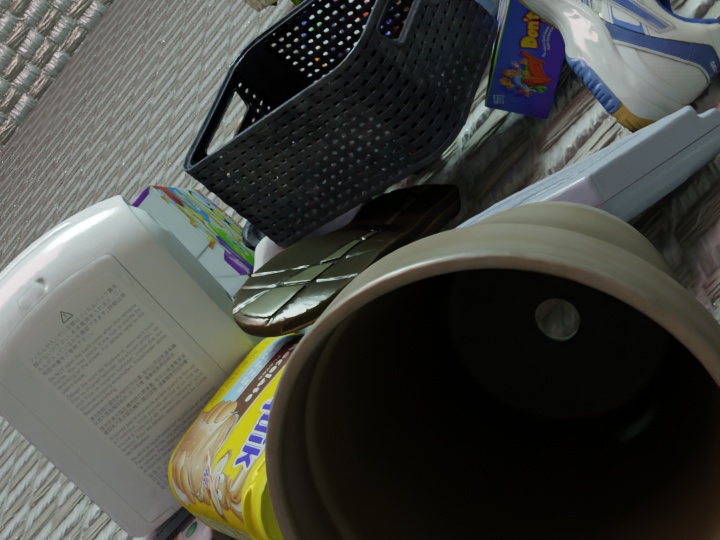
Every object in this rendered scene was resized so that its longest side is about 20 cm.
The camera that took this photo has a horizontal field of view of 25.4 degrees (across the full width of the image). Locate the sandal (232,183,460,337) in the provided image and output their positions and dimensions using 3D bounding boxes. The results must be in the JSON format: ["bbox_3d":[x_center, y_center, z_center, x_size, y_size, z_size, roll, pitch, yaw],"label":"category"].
[{"bbox_3d":[0.000,0.000,1.056,0.082,0.055,0.200,4,28,37],"label":"sandal"}]

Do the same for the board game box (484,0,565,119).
[{"bbox_3d":[0.127,-0.219,1.090,0.200,0.045,0.135,-78,-1,-47],"label":"board game box"}]

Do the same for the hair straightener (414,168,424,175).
[{"bbox_3d":[0.001,-0.100,1.241,0.041,0.077,0.200,-70,21,6],"label":"hair straightener"}]

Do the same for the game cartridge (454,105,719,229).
[{"bbox_3d":[0.095,-0.024,0.878,0.133,0.041,0.200,-28,0,-37],"label":"game cartridge"}]

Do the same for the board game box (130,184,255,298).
[{"bbox_3d":[-0.140,0.005,1.247,0.105,0.103,0.200,-49,-2,4],"label":"board game box"}]

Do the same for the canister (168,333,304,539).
[{"bbox_3d":[-0.032,0.105,0.967,0.149,0.087,0.200,-52,17,-15],"label":"canister"}]

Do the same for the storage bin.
[{"bbox_3d":[-0.015,-0.118,1.084,0.200,0.094,0.135,-29,31,45],"label":"storage bin"}]

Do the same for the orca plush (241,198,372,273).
[{"bbox_3d":[-0.036,-0.008,1.190,0.200,0.105,0.071,-87,2,-60],"label":"orca plush"}]

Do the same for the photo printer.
[{"bbox_3d":[-0.159,0.061,1.069,0.166,0.200,0.069,-42,24,0],"label":"photo printer"}]

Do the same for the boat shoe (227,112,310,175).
[{"bbox_3d":[-0.071,-0.081,1.295,0.072,0.072,0.200,-41,-8,-15],"label":"boat shoe"}]

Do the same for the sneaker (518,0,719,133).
[{"bbox_3d":[0.135,-0.175,0.926,0.088,0.200,0.075,-43,-13,18],"label":"sneaker"}]

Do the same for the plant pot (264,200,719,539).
[{"bbox_3d":[0.076,0.054,0.700,0.200,0.200,0.174,-46,6,25],"label":"plant pot"}]

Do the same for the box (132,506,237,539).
[{"bbox_3d":[-0.131,0.236,1.070,0.156,0.041,0.200,-48,22,22],"label":"box"}]

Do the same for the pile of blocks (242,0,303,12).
[{"bbox_3d":[-0.067,-0.356,1.845,0.200,0.082,0.062,-57,-25,-31],"label":"pile of blocks"}]

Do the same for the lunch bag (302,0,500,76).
[{"bbox_3d":[0.038,-0.223,1.276,0.200,0.124,0.170,-62,21,-12],"label":"lunch bag"}]
